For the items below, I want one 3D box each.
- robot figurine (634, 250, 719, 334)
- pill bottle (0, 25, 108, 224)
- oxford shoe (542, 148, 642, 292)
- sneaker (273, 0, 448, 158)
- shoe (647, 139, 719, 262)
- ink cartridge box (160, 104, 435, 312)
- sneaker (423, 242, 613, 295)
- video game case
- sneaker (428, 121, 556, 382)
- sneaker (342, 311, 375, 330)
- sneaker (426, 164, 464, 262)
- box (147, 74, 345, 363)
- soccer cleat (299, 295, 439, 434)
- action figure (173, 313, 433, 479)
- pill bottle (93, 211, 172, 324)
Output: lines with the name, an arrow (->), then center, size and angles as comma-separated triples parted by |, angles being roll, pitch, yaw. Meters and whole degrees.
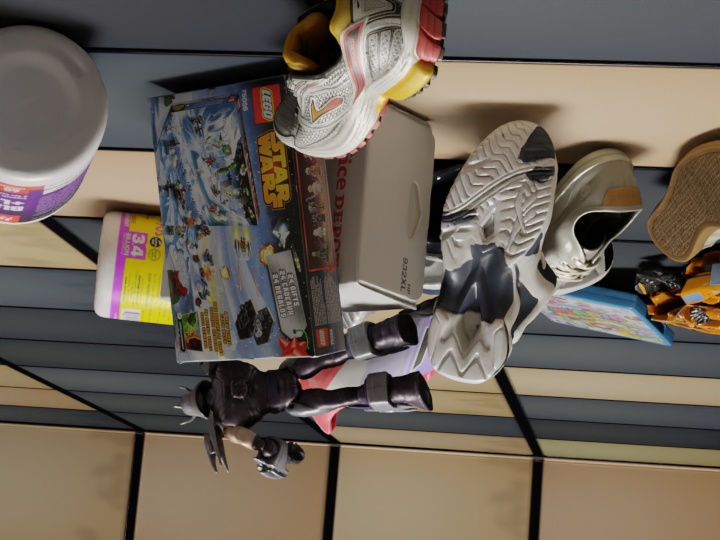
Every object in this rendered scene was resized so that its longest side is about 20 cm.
robot figurine -> 0.355, 0.021, 1.710 | 0.144, 0.059, 0.200 | 13, 165, -23
pill bottle -> -0.249, -0.096, 1.283 | 0.111, 0.112, 0.200 | 8, 167, -13
oxford shoe -> 0.167, -0.018, 1.431 | 0.075, 0.058, 0.200 | -5, 148, -28
sneaker -> -0.017, -0.135, 1.132 | 0.082, 0.078, 0.200 | 13, 156, -19
shoe -> 0.279, -0.064, 1.384 | 0.053, 0.070, 0.200 | -36, 173, -17
ink cartridge box -> -0.051, -0.044, 1.364 | 0.199, 0.146, 0.083 | -5, 164, 37
sneaker -> 0.130, -0.015, 1.625 | 0.198, 0.081, 0.146 | -3, 179, 6
video game case -> 0.246, 0.041, 1.882 | 0.142, 0.018, 0.200 | 12, 171, 24
sneaker -> 0.111, -0.020, 1.361 | 0.079, 0.201, 0.130 | 10, -169, 13
sneaker -> 0.000, 0.000, 1.477 | 0.082, 0.075, 0.200 | -32, 179, -6
sneaker -> 0.107, -0.038, 1.482 | 0.198, 0.080, 0.130 | 15, 176, 0
box -> -0.084, -0.035, 1.291 | 0.136, 0.202, 0.040 | -4, -177, 38
soccer cleat -> 0.041, 0.070, 1.475 | 0.199, 0.074, 0.068 | -23, 179, 11
action figure -> -0.050, 0.091, 1.353 | 0.198, 0.131, 0.069 | -11, 172, 12
pill bottle -> -0.156, 0.003, 1.723 | 0.198, 0.105, 0.104 | 6, 168, -8
